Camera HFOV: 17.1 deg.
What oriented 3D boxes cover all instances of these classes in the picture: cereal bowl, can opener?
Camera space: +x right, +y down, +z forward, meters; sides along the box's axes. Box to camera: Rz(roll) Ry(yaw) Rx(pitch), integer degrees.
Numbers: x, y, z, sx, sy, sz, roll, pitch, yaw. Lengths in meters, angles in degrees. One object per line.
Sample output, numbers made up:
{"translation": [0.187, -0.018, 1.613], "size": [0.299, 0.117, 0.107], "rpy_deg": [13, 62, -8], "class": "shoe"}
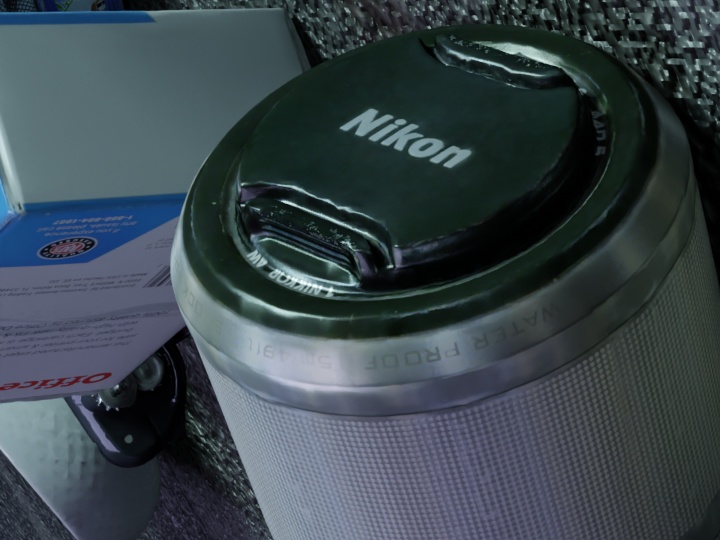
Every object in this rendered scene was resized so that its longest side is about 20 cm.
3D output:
{"translation": [-0.180, 0.071, 1.379], "size": [0.200, 0.083, 0.200], "rpy_deg": [50, 171, 11], "class": "cereal bowl"}
{"translation": [-0.148, 0.006, 1.160], "size": [0.201, 0.063, 0.079], "rpy_deg": [58, 160, -9], "class": "can opener"}

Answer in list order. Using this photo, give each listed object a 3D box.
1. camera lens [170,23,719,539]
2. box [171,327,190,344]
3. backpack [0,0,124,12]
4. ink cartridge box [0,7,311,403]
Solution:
{"translation": [0.038, 0.036, 0.757], "size": [0.160, 0.160, 0.201], "rpy_deg": [33, 150, 45], "class": "camera lens"}
{"translation": [-0.113, -0.014, 1.193], "size": [0.110, 0.035, 0.200], "rpy_deg": [56, 160, -2], "class": "box"}
{"translation": [-0.194, -0.117, 1.052], "size": [0.200, 0.154, 0.191], "rpy_deg": [48, 153, 40], "class": "backpack"}
{"translation": [-0.123, -0.019, 0.943], "size": [0.200, 0.146, 0.086], "rpy_deg": [-36, 66, 49], "class": "ink cartridge box"}
